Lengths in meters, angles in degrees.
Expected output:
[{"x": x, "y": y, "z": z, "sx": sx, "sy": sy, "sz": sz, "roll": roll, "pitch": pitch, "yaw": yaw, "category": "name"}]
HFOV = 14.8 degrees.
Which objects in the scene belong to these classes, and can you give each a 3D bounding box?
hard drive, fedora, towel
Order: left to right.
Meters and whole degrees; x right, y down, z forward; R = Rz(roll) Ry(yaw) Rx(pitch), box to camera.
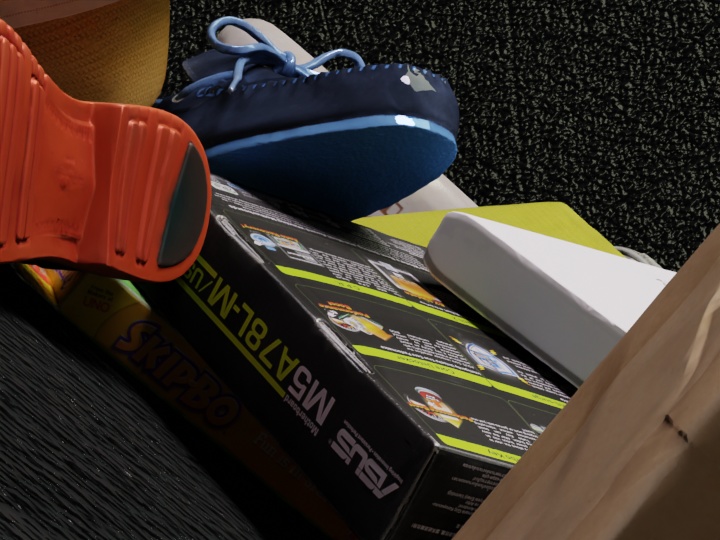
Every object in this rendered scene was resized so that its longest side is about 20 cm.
[{"x": -0.124, "y": -0.087, "z": 0.960, "sx": 0.201, "sy": 0.199, "sz": 0.082, "roll": -135, "pitch": -144, "yaw": -68, "category": "fedora"}, {"x": 0.000, "y": 0.000, "z": 1.096, "sx": 0.086, "sy": 0.199, "sz": 0.018, "roll": -128, "pitch": -145, "yaw": -65, "category": "towel"}, {"x": 0.120, "y": 0.033, "z": 0.997, "sx": 0.132, "sy": 0.026, "sz": 0.200, "roll": 38, "pitch": 13, "yaw": 28, "category": "hard drive"}]

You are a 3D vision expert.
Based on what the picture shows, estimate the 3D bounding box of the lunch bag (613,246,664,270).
[{"x": 0.118, "y": 0.084, "z": 1.399, "sx": 0.139, "sy": 0.168, "sz": 0.200, "roll": 42, "pitch": 2, "yaw": 29, "category": "lunch bag"}]

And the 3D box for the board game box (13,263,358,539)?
[{"x": -0.047, "y": 0.045, "z": 0.980, "sx": 0.200, "sy": 0.030, "sz": 0.096, "roll": 39, "pitch": 3, "yaw": -20, "category": "board game box"}]

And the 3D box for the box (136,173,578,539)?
[{"x": 0.039, "y": 0.045, "z": 0.931, "sx": 0.199, "sy": 0.048, "sz": 0.193, "roll": 18, "pitch": 20, "yaw": -40, "category": "box"}]

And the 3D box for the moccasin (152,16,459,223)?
[{"x": -0.050, "y": -0.054, "z": 1.003, "sx": 0.199, "sy": 0.069, "sz": 0.080, "roll": -11, "pitch": -28, "yaw": 37, "category": "moccasin"}]

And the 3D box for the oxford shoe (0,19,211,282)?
[{"x": -0.125, "y": -0.034, "z": 0.831, "sx": 0.072, "sy": 0.072, "sz": 0.200, "roll": 4, "pitch": -12, "yaw": 29, "category": "oxford shoe"}]

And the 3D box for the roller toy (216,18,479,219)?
[{"x": -0.019, "y": -0.016, "z": 1.234, "sx": 0.200, "sy": 0.140, "sz": 0.182, "roll": 43, "pitch": 3, "yaw": 41, "category": "roller toy"}]

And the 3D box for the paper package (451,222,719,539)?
[{"x": 0.141, "y": 0.107, "z": 0.787, "sx": 0.200, "sy": 0.191, "sz": 0.103, "roll": 40, "pitch": 1, "yaw": -12, "category": "paper package"}]
